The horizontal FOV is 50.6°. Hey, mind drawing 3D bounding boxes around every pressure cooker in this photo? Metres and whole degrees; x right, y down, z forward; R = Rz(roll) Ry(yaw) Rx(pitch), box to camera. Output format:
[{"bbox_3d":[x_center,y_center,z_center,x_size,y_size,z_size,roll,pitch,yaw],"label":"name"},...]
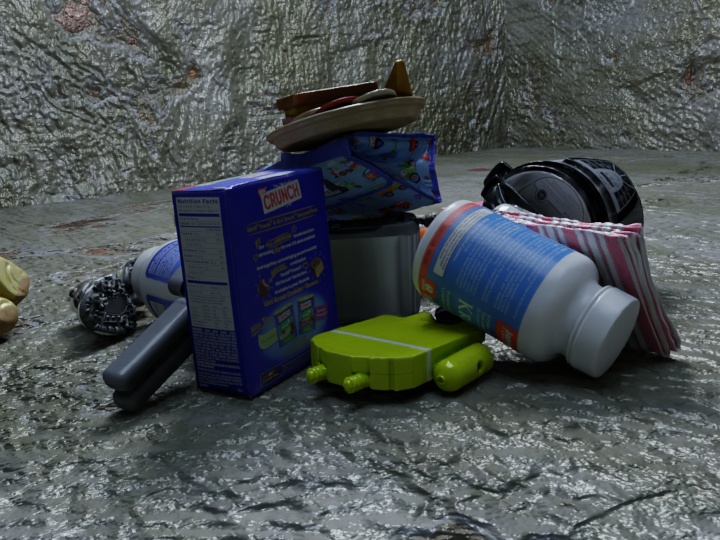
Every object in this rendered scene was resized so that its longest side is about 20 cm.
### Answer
[{"bbox_3d":[0.252,-0.055,0.980,0.176,0.179,0.200,7,13,40],"label":"pressure cooker"}]

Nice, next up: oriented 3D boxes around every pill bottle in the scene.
[{"bbox_3d":[0.158,0.019,0.740,0.200,0.112,0.112,31,31,32],"label":"pill bottle"},{"bbox_3d":[-0.201,0.019,0.941,0.112,0.112,0.200,-15,17,-39],"label":"pill bottle"}]

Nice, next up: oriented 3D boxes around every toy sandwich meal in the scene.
[{"bbox_3d":[-0.021,-0.187,0.868,0.205,0.070,0.205,-13,3,1],"label":"toy sandwich meal"}]

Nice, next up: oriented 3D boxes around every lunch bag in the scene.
[{"bbox_3d":[-0.021,-0.120,0.914,0.150,0.094,0.200,-12,-11,38],"label":"lunch bag"}]

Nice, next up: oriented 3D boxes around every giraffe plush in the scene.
[{"bbox_3d":[-0.556,0.029,0.971,0.162,0.200,0.173,-30,6,22],"label":"giraffe plush"}]

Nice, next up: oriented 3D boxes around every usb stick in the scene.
[{"bbox_3d":[0.143,0.032,0.954,0.055,0.033,0.200,2,14,22],"label":"usb stick"}]

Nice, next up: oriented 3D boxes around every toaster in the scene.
[{"bbox_3d":[0.000,0.000,0.920,0.200,0.129,0.114,-3,13,4],"label":"toaster"}]

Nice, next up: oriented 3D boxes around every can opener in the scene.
[{"bbox_3d":[-0.190,0.053,0.766,0.067,0.053,0.200,11,42,28],"label":"can opener"}]

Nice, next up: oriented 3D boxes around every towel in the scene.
[{"bbox_3d":[0.227,0.007,0.789,0.030,0.147,0.200,-36,24,-20],"label":"towel"}]

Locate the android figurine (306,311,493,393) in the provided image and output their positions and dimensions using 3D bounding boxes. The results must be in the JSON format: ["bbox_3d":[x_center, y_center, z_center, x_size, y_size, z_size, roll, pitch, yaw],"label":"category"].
[{"bbox_3d":[0.034,0.080,0.752,0.182,0.041,0.200,7,14,38],"label":"android figurine"}]

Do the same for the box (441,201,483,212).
[{"bbox_3d":[0.230,-0.058,1.168,0.200,0.103,0.095,-11,14,-31],"label":"box"}]

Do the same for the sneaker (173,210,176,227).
[{"bbox_3d":[-0.171,-0.031,1.011,0.200,0.076,0.092,22,-22,19],"label":"sneaker"}]

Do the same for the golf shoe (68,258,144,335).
[{"bbox_3d":[-0.337,0.048,0.990,0.094,0.078,0.200,-21,10,4],"label":"golf shoe"}]

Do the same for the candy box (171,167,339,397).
[{"bbox_3d":[-0.100,0.003,0.776,0.077,0.200,0.169,3,14,29],"label":"candy box"}]

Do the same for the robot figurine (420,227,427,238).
[{"bbox_3d":[0.025,-0.035,1.098,0.144,0.117,0.200,25,3,-21],"label":"robot figurine"}]

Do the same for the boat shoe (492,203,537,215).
[{"bbox_3d":[0.233,-0.012,0.858,0.057,0.069,0.200,-38,67,-22],"label":"boat shoe"}]
